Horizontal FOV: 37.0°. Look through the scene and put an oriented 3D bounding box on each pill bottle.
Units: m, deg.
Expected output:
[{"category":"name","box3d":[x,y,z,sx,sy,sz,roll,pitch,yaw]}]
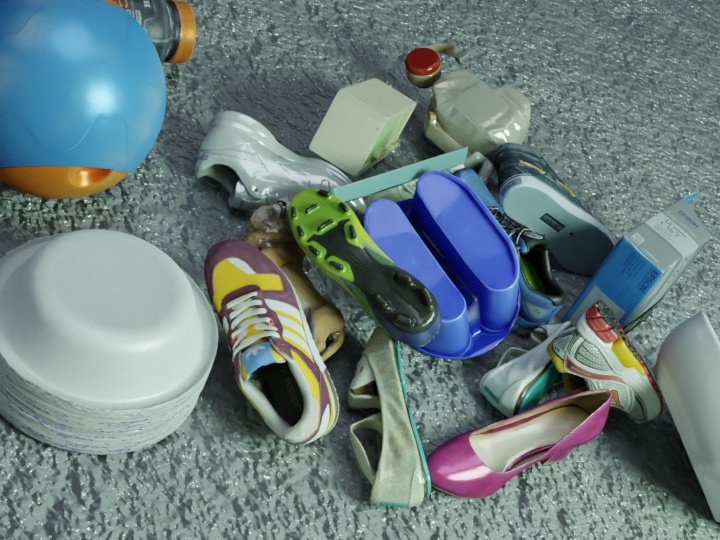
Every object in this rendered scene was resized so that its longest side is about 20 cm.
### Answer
[{"category":"pill bottle","box3d":[-0.287,-0.273,1.210,0.199,0.107,0.107,-5,49,-35]}]

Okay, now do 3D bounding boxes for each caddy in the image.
[{"category":"caddy","box3d":[0.082,-0.003,1.130,0.141,0.105,0.201,-29,65,-11]}]

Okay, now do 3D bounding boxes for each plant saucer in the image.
[{"category":"plant saucer","box3d":[0.028,-0.095,1.146,0.199,0.070,0.019,-22,94,-37]}]

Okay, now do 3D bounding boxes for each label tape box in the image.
[{"category":"label tape box","box3d":[0.337,0.000,1.257,0.066,0.144,0.199,45,42,20]}]

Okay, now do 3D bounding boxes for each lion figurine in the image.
[{"category":"lion figurine","box3d":[-0.066,0.022,1.064,0.122,0.072,0.201,-13,68,-49]}]

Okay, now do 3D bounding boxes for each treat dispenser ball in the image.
[{"category":"treat dispenser ball","box3d":[-0.285,-0.169,1.021,0.199,0.202,0.202,17,40,-15]}]

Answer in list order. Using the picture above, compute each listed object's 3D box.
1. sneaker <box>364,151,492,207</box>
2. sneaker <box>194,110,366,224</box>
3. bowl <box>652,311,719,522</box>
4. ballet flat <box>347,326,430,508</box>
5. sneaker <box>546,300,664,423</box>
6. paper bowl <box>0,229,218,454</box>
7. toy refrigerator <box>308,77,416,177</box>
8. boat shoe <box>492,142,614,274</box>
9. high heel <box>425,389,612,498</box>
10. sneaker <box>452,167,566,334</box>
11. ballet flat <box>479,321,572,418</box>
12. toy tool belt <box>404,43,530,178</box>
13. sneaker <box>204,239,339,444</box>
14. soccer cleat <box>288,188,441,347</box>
[{"category":"sneaker","box3d":[0.079,-0.092,1.255,0.199,0.081,0.075,-21,61,-42]},{"category":"sneaker","box3d":[-0.089,-0.088,1.174,0.199,0.075,0.100,28,62,-5]},{"category":"bowl","box3d":[0.364,0.165,1.097,0.200,0.074,0.201,55,18,-46]},{"category":"ballet flat","box3d":[0.017,0.128,0.994,0.062,0.068,0.201,-5,45,-7]},{"category":"sneaker","box3d":[0.250,0.104,1.108,0.200,0.082,0.078,45,17,-44]},{"category":"paper bowl","box3d":[-0.218,0.045,0.909,0.199,0.105,0.202,16,39,-14]},{"category":"toy refrigerator","box3d":[0.009,-0.168,1.245,0.070,0.076,0.200,31,17,3]},{"category":"boat shoe","box3d":[0.237,-0.077,1.298,0.200,0.071,0.091,36,33,-34]},{"category":"high heel","box3d":[0.151,0.157,1.014,0.198,0.096,0.068,-1,47,-32]},{"category":"sneaker","box3d":[0.167,-0.033,1.198,0.078,0.089,0.201,-24,78,-40]},{"category":"ballet flat","box3d":[0.194,0.092,1.144,0.069,0.070,0.199,43,42,18]},{"category":"toy tool belt","box3d":[0.130,-0.189,1.385,0.124,0.123,0.200,-35,58,-19]},{"category":"sneaker","box3d":[-0.084,0.057,0.944,0.201,0.075,0.090,59,9,11]},{"category":"soccer cleat","box3d":[0.000,0.001,1.040,0.065,0.084,0.200,-40,67,-13]}]
